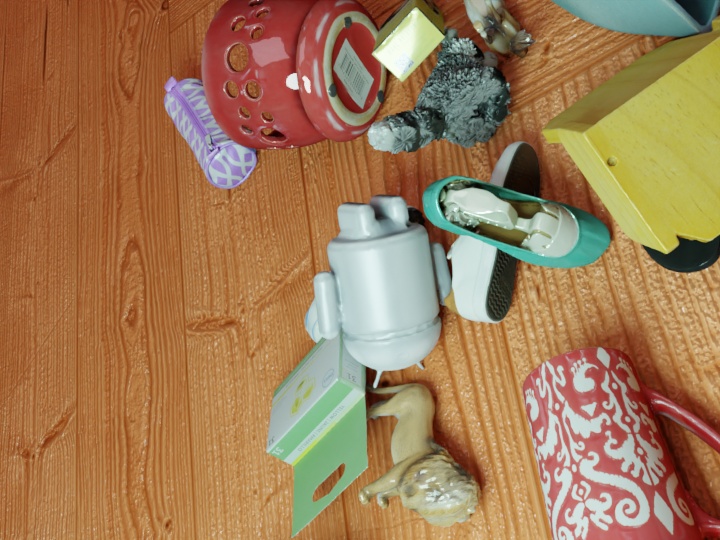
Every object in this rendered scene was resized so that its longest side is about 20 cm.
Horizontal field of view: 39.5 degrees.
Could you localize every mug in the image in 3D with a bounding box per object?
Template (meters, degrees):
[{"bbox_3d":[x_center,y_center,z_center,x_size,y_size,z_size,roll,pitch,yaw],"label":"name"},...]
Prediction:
[{"bbox_3d":[0.238,0.183,0.898,0.134,0.174,0.202,112,154,-51],"label":"mug"}]

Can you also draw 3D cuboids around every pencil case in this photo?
[{"bbox_3d":[-0.222,-0.202,1.461,0.084,0.085,0.201,-51,47,15],"label":"pencil case"}]

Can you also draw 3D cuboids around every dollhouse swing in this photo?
[{"bbox_3d":[0.300,-0.126,0.962,0.199,0.176,0.183,-34,85,-4],"label":"dollhouse swing"}]

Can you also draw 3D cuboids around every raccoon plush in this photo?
[{"bbox_3d":[0.079,-0.215,1.147,0.135,0.197,0.098,56,143,40],"label":"raccoon plush"}]

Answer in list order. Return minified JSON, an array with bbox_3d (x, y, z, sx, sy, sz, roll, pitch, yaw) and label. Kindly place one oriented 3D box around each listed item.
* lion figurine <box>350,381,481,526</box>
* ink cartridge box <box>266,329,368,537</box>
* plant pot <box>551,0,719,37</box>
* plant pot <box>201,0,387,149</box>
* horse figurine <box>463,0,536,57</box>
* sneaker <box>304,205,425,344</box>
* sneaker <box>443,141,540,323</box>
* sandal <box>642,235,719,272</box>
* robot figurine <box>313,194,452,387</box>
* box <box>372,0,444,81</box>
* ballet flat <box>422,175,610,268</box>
[{"bbox_3d":[0.056,0.182,1.070,0.122,0.072,0.202,-30,53,25],"label":"lion figurine"},{"bbox_3d":[-0.049,0.172,1.118,0.146,0.048,0.201,-48,23,30],"label":"ink cartridge box"},{"bbox_3d":[0.256,-0.365,1.044,0.199,0.195,0.199,9,78,52],"label":"plant pot"},{"bbox_3d":[-0.074,-0.258,1.281,0.180,0.200,0.204,3,75,34],"label":"plant pot"},{"bbox_3d":[0.145,-0.312,1.173,0.050,0.132,0.202,-38,65,18],"label":"horse figurine"},{"bbox_3d":[0.000,0.000,1.196,0.201,0.072,0.073,-52,39,8],"label":"sneaker"},{"bbox_3d":[0.135,-0.047,1.092,0.084,0.072,0.203,6,74,47],"label":"sneaker"},{"bbox_3d":[0.288,-0.082,0.990,0.075,0.045,0.202,-35,53,24],"label":"sandal"},{"bbox_3d":[0.028,0.021,1.097,0.113,0.167,0.204,-165,64,-67],"label":"robot figurine"},{"bbox_3d":[0.059,-0.286,1.198,0.075,0.050,0.201,-44,14,18],"label":"box"},{"bbox_3d":[0.157,-0.048,1.006,0.197,0.070,0.068,15,89,4],"label":"ballet flat"}]
